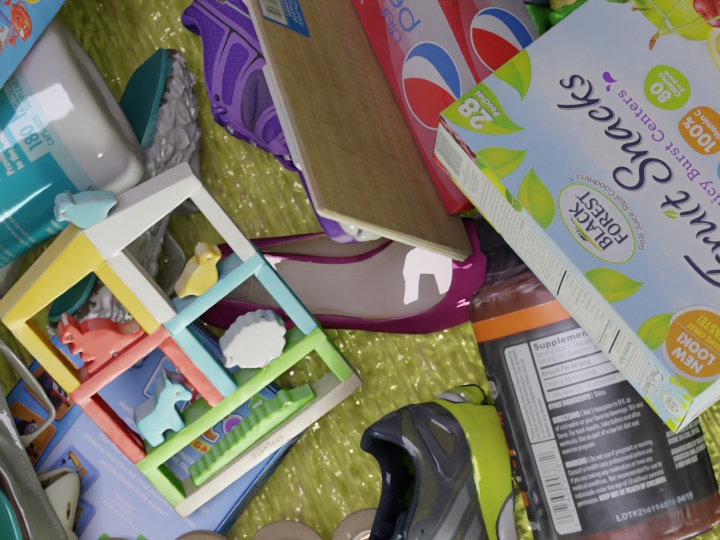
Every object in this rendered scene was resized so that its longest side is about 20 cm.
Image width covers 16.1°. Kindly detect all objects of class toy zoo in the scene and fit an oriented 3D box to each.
[{"bbox_3d":[-0.105,0.030,1.392,0.131,0.020,0.200,-37,119,4],"label":"toy zoo"}]

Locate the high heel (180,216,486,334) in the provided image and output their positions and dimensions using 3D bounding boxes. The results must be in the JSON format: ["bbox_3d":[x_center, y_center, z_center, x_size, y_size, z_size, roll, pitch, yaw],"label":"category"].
[{"bbox_3d":[0.000,0.000,1.433,0.199,0.096,0.068,-1,85,11],"label":"high heel"}]

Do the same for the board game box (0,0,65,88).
[{"bbox_3d":[-0.252,-0.150,1.402,0.195,0.056,0.200,0,47,39],"label":"board game box"}]

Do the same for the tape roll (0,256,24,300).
[{"bbox_3d":[-0.298,-0.039,1.509,0.202,0.071,0.203,-1,85,10],"label":"tape roll"}]

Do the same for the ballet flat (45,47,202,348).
[{"bbox_3d":[-0.126,-0.032,1.466,0.071,0.072,0.201,10,60,12],"label":"ballet flat"}]

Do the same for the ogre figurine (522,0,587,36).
[{"bbox_3d":[0.144,-0.209,1.425,0.098,0.200,0.120,-7,68,-34],"label":"ogre figurine"}]

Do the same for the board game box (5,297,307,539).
[{"bbox_3d":[-0.145,0.117,1.482,0.151,0.037,0.200,38,94,11],"label":"board game box"}]

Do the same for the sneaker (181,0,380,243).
[{"bbox_3d":[-0.041,-0.090,1.460,0.083,0.081,0.200,-39,58,20],"label":"sneaker"}]

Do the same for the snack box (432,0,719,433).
[{"bbox_3d":[0.164,-0.046,1.326,0.168,0.068,0.200,-37,74,-14],"label":"snack box"}]

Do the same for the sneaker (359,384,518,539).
[{"bbox_3d":[0.047,0.166,1.409,0.081,0.074,0.201,-6,75,-30],"label":"sneaker"}]

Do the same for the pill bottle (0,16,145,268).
[{"bbox_3d":[-0.227,-0.047,1.404,0.200,0.111,0.111,-32,80,4],"label":"pill bottle"}]

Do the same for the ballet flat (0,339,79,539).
[{"bbox_3d":[-0.192,0.109,1.439,0.064,0.067,0.201,-24,90,-22],"label":"ballet flat"}]

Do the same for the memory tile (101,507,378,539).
[{"bbox_3d":[-0.059,0.219,1.445,0.199,0.017,0.154,-7,92,2],"label":"memory tile"}]

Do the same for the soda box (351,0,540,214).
[{"bbox_3d":[0.049,-0.138,1.431,0.070,0.063,0.201,-40,71,49],"label":"soda box"}]

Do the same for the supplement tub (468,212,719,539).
[{"bbox_3d":[0.122,0.056,1.390,0.107,0.107,0.201,-16,88,9],"label":"supplement tub"}]

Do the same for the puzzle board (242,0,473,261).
[{"bbox_3d":[-0.013,-0.104,1.401,0.017,0.151,0.201,-30,66,26],"label":"puzzle board"}]
